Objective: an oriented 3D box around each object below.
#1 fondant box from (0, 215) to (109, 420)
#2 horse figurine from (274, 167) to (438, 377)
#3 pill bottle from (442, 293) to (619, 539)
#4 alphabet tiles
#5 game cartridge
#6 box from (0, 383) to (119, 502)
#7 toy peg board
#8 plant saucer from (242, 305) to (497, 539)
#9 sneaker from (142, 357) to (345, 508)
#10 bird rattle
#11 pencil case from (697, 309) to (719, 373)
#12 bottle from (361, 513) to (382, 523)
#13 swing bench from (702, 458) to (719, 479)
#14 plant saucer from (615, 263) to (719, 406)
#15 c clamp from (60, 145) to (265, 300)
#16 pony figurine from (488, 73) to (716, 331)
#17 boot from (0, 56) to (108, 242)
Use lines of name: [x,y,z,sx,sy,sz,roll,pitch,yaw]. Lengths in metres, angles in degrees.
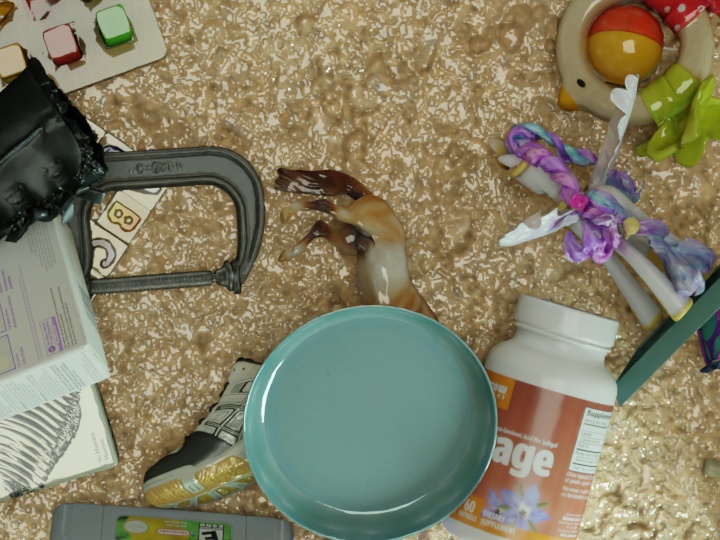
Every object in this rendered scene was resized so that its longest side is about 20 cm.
fondant box: [-0.308,0.047,1.628,0.199,0.058,0.145,-21,59,2]
horse figurine: [0.000,0.000,1.694,0.132,0.050,0.201,-16,84,-35]
pill bottle: [0.142,0.126,1.696,0.111,0.112,0.202,15,91,-6]
alphabet tiles: [-0.274,-0.039,1.699,0.167,0.008,0.201,34,89,-7]
game cartridge: [-0.151,0.248,1.668,0.198,0.134,0.041,4,134,-6]
box: [-0.297,0.145,1.675,0.199,0.068,0.083,-19,94,-5]
toy peg board: [-0.276,-0.232,1.640,0.198,0.098,0.201,-20,92,-5]
plant saucer: [0.007,0.117,1.640,0.198,0.027,0.202,-1,109,-4]
sneaker: [-0.094,0.119,1.703,0.199,0.076,0.088,-29,71,0]
bird rattle: [0.239,-0.187,1.700,0.162,0.113,0.202,7,89,10]
pencil case: [0.375,0.045,1.725,0.198,0.092,0.086,2,82,-7]
bottle: [-0.018,0.293,1.712,0.083,0.065,0.202,17,91,-7]
swing bench: [0.396,0.224,1.683,0.198,0.199,0.131,-2,93,-5]
plant saucer: [0.262,0.034,1.664,0.019,0.200,0.070,39,47,1]
c clamp: [-0.170,-0.014,1.698,0.198,0.027,0.172,-10,89,-4]
pony figurine: [0.185,-0.046,1.643,0.200,0.193,0.167,43,82,0]
boot: [-0.300,-0.101,1.597,0.162,0.073,0.199,-35,89,4]
